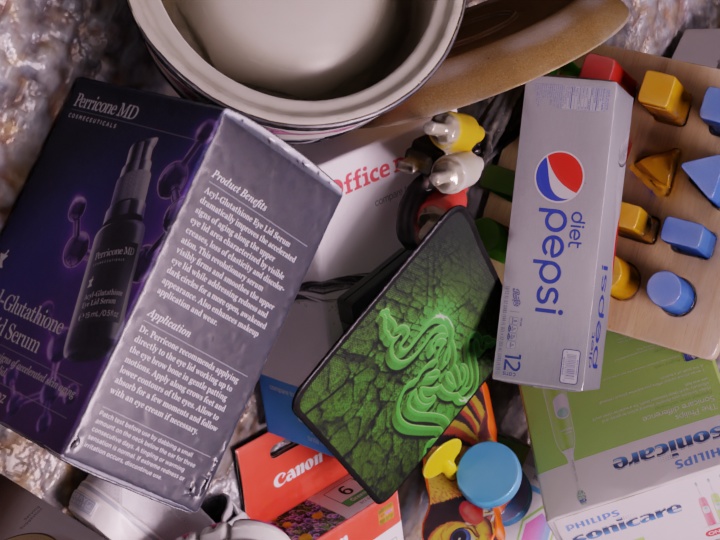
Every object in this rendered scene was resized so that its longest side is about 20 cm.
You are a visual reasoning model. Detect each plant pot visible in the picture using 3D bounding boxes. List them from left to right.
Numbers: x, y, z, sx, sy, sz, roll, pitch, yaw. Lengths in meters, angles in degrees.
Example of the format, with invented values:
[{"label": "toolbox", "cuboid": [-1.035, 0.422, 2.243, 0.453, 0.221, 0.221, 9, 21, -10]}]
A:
[{"label": "plant pot", "cuboid": [0.073, -0.143, 0.947, 0.199, 0.199, 0.028, -34, 111, -33]}]

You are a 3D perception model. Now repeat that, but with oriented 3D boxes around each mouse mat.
[{"label": "mouse mat", "cuboid": [0.037, 0.060, 0.951, 0.161, 0.007, 0.200, -50, 151, -9]}]

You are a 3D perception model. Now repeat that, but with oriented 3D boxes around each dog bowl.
[{"label": "dog bowl", "cuboid": [-0.042, -0.163, 0.850, 0.197, 0.074, 0.203, 3, 74, -11]}]

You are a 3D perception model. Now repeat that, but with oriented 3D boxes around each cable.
[{"label": "cable", "cuboid": [0.079, -0.071, 0.954, 0.199, 0.050, 0.098, -29, 131, -53]}]

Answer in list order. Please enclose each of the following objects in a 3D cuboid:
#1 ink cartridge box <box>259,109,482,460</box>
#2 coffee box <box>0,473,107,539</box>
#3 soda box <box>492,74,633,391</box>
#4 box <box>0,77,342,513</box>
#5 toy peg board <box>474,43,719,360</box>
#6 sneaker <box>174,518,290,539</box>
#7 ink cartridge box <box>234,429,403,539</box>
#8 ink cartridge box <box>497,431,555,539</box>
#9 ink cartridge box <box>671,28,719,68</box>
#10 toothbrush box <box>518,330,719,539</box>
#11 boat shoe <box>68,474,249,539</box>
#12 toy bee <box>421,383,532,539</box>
[{"label": "ink cartridge box", "cuboid": [0.000, 0.000, 0.990, 0.144, 0.084, 0.203, -26, 118, -39]}, {"label": "coffee box", "cuboid": [-0.174, 0.196, 0.793, 0.113, 0.199, 0.080, -47, 133, -25]}, {"label": "soda box", "cuboid": [0.135, -0.023, 0.986, 0.068, 0.063, 0.203, 10, 86, -70]}, {"label": "box", "cuboid": [-0.125, 0.009, 0.827, 0.104, 0.147, 0.202, 32, 78, -44]}, {"label": "toy peg board", "cuboid": [0.177, -0.063, 1.053, 0.098, 0.197, 0.203, 17, 90, -64]}, {"label": "sneaker", "cuboid": [-0.128, 0.216, 0.867, 0.197, 0.088, 0.074, -21, 127, 6]}, {"label": "ink cartridge box", "cuboid": [-0.022, 0.200, 1.050, 0.108, 0.050, 0.203, -26, 119, -37]}, {"label": "ink cartridge box", "cuboid": [0.106, 0.238, 1.181, 0.103, 0.059, 0.202, 30, 80, -45]}, {"label": "ink cartridge box", "cuboid": [0.363, -0.121, 1.225, 0.147, 0.198, 0.083, 55, 54, -38]}, {"label": "toothbrush box", "cuboid": [0.200, 0.106, 1.104, 0.201, 0.144, 0.086, -97, 162, -47]}, {"label": "boat shoe", "cuboid": [-0.103, 0.175, 0.957, 0.200, 0.072, 0.069, 44, 73, -32]}, {"label": "toy bee", "cuboid": [0.072, 0.169, 1.071, 0.108, 0.201, 0.132, -24, 130, 3]}]
